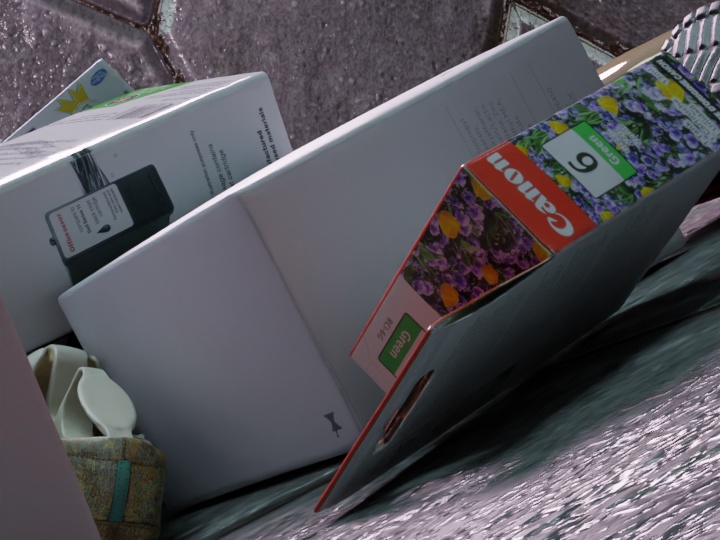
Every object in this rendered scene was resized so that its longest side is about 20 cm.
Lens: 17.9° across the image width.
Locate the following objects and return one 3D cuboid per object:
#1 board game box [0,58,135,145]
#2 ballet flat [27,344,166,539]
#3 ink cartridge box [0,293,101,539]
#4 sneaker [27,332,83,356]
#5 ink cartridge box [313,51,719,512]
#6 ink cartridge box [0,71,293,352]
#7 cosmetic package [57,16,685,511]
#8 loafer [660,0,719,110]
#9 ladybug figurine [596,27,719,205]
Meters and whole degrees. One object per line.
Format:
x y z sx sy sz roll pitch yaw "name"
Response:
-0.208 -0.020 1.304 0.200 0.034 0.135 -43 -11 -18 "board game box"
-0.133 0.070 1.037 0.070 0.071 0.200 -29 24 -13 "ballet flat"
-0.191 0.064 0.930 0.084 0.147 0.200 -28 23 -22 "ink cartridge box"
-0.156 0.019 1.287 0.076 0.079 0.200 -61 -9 24 "sneaker"
0.051 0.001 0.833 0.199 0.050 0.109 -30 -22 -44 "ink cartridge box"
-0.148 -0.027 1.167 0.199 0.084 0.146 -25 14 -30 "ink cartridge box"
0.000 0.000 1.046 0.199 0.124 0.199 -31 3 -33 "cosmetic package"
0.200 -0.075 0.859 0.199 0.071 0.073 1 61 53 "loafer"
0.179 -0.079 1.067 0.199 0.072 0.136 -23 -9 17 "ladybug figurine"
